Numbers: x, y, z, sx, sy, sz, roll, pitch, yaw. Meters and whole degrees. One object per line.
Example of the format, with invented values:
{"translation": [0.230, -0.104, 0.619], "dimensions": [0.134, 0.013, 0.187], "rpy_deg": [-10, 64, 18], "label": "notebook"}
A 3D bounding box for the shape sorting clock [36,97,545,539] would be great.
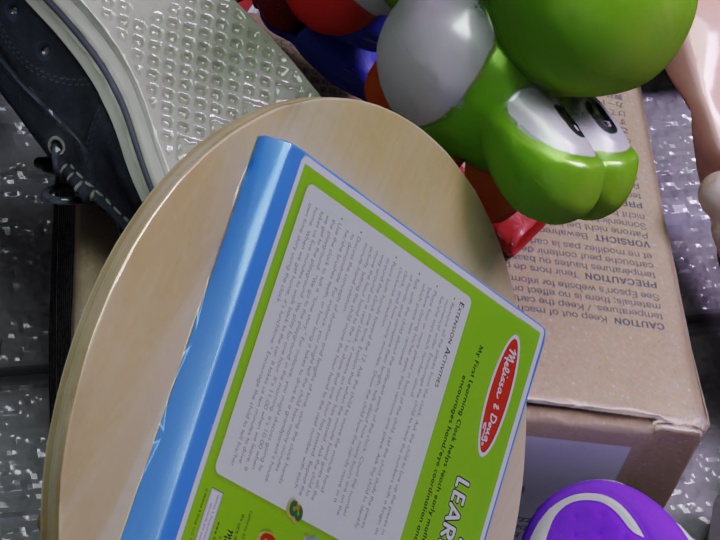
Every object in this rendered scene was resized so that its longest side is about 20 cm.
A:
{"translation": [-0.015, 0.055, 0.650], "dimensions": [0.039, 0.201, 0.200], "rpy_deg": [4, 31, 41], "label": "shape sorting clock"}

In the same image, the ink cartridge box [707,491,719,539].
{"translation": [0.142, 0.151, 0.735], "dimensions": [0.094, 0.037, 0.201], "rpy_deg": [18, 50, -1], "label": "ink cartridge box"}

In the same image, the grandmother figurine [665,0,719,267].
{"translation": [0.141, -0.011, 0.833], "dimensions": [0.121, 0.060, 0.201], "rpy_deg": [7, 63, -59], "label": "grandmother figurine"}

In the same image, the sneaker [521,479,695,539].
{"translation": [0.060, 0.128, 0.663], "dimensions": [0.069, 0.100, 0.201], "rpy_deg": [-18, 46, 22], "label": "sneaker"}

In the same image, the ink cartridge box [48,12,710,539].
{"translation": [0.000, 0.000, 0.802], "dimensions": [0.198, 0.075, 0.166], "rpy_deg": [7, 48, -12], "label": "ink cartridge box"}

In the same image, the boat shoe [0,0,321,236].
{"translation": [-0.062, -0.046, 0.734], "dimensions": [0.074, 0.062, 0.200], "rpy_deg": [-29, 77, -40], "label": "boat shoe"}

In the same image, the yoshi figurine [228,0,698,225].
{"translation": [0.028, -0.110, 0.708], "dimensions": [0.112, 0.112, 0.200], "rpy_deg": [-30, 72, -20], "label": "yoshi figurine"}

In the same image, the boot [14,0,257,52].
{"translation": [-0.120, -0.159, 0.863], "dimensions": [0.199, 0.145, 0.073], "rpy_deg": [24, 44, 2], "label": "boot"}

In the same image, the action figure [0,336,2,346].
{"translation": [-0.111, 0.117, 0.629], "dimensions": [0.118, 0.202, 0.102], "rpy_deg": [-5, 7, 9], "label": "action figure"}

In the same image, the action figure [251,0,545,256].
{"translation": [0.000, -0.101, 0.799], "dimensions": [0.200, 0.065, 0.099], "rpy_deg": [36, 57, 15], "label": "action figure"}
